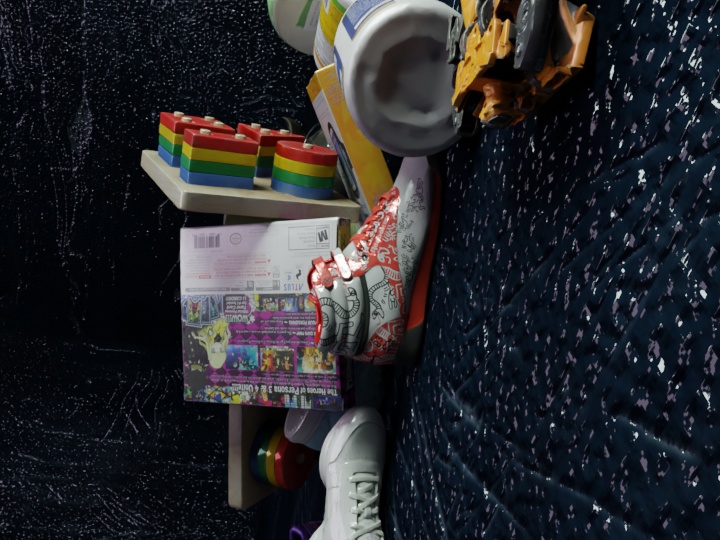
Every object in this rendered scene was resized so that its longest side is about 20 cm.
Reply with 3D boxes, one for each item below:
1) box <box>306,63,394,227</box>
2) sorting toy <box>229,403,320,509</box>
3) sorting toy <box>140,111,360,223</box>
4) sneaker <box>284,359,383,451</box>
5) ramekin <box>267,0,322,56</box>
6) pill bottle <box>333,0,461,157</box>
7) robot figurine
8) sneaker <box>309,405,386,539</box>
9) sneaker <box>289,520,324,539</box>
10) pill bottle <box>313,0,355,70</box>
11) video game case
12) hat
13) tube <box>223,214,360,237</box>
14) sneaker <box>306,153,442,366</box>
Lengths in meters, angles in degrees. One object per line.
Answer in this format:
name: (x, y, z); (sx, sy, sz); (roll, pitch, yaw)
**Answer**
box: (-0.001, -0.117, 0.749); (0.119, 0.041, 0.204); (-141, 27, -78)
sorting toy: (-0.071, 0.161, 0.835); (0.199, 0.068, 0.206); (-9, -78, -62)
sorting toy: (-0.121, -0.118, 0.754); (0.199, 0.194, 0.072); (35, 118, 55)
sneaker: (-0.002, 0.104, 0.734); (0.203, 0.081, 0.074); (-57, 24, 11)
ramekin: (-0.040, -0.387, 0.939); (0.201, 0.194, 0.100); (116, 152, -62)
pill bottle: (0.033, -0.178, 0.584); (0.201, 0.108, 0.114); (-102, 21, -63)
robot figurine: (0.092, -0.177, 0.386); (0.145, 0.056, 0.207); (143, 134, -77)
sneaker: (0.001, 0.237, 0.666); (0.099, 0.073, 0.206); (14, 94, 57)
sneaker: (-0.058, 0.390, 0.806); (0.202, 0.081, 0.082); (-100, 19, -56)
pill bottle: (-0.001, -0.300, 0.875); (0.201, 0.108, 0.114); (117, 158, -65)
video game case: (-0.099, 0.044, 0.703); (0.036, 0.195, 0.188); (0, -92, -64)
hat: (-0.023, -0.149, 0.953); (0.203, 0.080, 0.201); (55, -172, -12)
tube: (-0.067, -0.062, 0.838); (0.052, 0.194, 0.060); (-123, 43, -70)
sneaker: (0.010, -0.021, 0.617); (0.067, 0.105, 0.208); (-168, 85, -80)
